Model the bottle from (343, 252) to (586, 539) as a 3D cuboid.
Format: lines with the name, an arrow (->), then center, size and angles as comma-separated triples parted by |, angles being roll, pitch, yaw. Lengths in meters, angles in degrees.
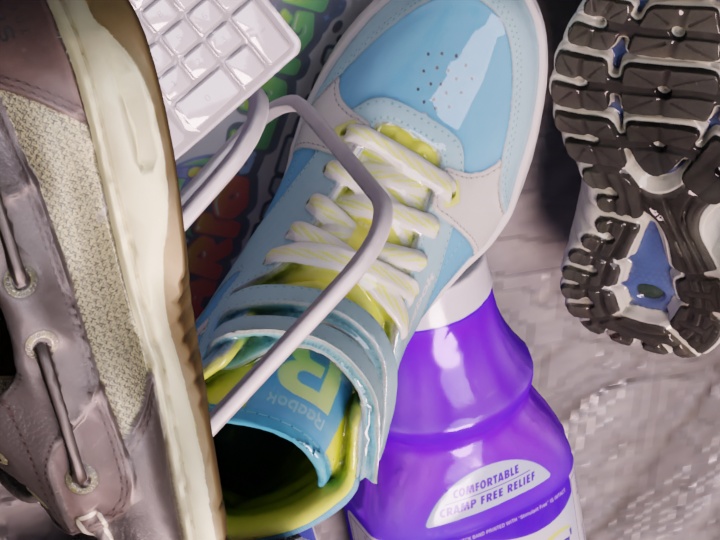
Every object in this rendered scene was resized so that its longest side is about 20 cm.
bottle -> 0.036, 0.078, 0.994 | 0.083, 0.065, 0.200 | -21, 124, -16

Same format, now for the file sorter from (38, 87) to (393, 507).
file sorter -> -0.111, -0.045, 0.776 | 0.200, 0.139, 0.125 | 39, 95, -26

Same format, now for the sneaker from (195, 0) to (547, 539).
sneaker -> 0.000, 0.000, 0.854 | 0.079, 0.131, 0.200 | 26, 101, -4

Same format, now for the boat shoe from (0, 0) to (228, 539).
boat shoe -> -0.075, 0.023, 0.697 | 0.066, 0.072, 0.201 | -12, 114, -12

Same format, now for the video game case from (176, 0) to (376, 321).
video game case -> -0.073, -0.054, 0.889 | 0.182, 0.024, 0.200 | 13, 109, -33

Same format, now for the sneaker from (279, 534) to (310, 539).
sneaker -> -0.024, 0.131, 0.854 | 0.074, 0.200, 0.079 | -36, 87, 5

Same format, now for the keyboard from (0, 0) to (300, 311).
keyboard -> -0.105, -0.012, 0.709 | 0.200, 0.011, 0.056 | -41, 116, -2

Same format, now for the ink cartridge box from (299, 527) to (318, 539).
ink cartridge box -> -0.044, 0.175, 1.017 | 0.094, 0.044, 0.200 | -26, 125, -16

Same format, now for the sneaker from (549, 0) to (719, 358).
sneaker -> 0.108, -0.061, 0.935 | 0.078, 0.089, 0.200 | 16, 144, 8
